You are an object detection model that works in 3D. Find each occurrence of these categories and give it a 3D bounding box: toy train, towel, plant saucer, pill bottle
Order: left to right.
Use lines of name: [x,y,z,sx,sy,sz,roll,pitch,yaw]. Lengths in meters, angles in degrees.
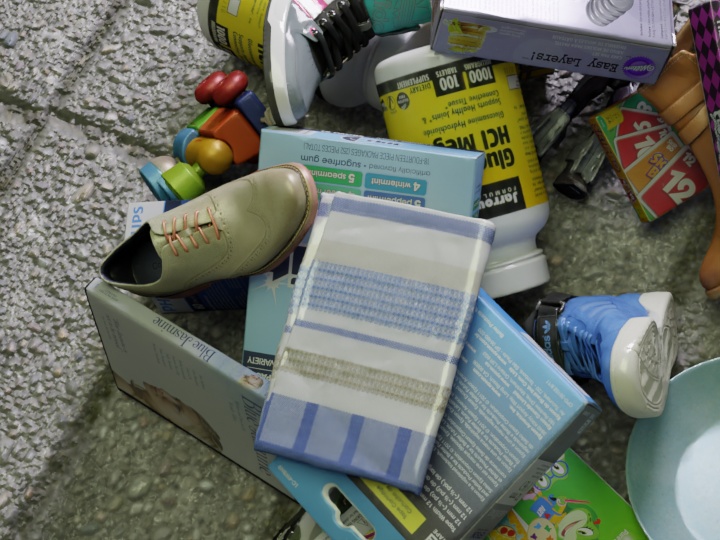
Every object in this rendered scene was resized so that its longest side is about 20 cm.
toy train: [-0.115,-0.097,1.420,0.116,0.200,0.085,-42,106,-9]
pill bottle: [-0.033,-0.211,1.486,0.199,0.113,0.113,28,73,25]
towel: [0.009,0.046,1.222,0.146,0.024,0.202,11,79,29]
pill bottle: [0.086,-0.079,1.366,0.111,0.112,0.202,-15,93,6]
plant saucer: [0.294,0.157,1.267,0.199,0.039,0.203,-3,56,5]

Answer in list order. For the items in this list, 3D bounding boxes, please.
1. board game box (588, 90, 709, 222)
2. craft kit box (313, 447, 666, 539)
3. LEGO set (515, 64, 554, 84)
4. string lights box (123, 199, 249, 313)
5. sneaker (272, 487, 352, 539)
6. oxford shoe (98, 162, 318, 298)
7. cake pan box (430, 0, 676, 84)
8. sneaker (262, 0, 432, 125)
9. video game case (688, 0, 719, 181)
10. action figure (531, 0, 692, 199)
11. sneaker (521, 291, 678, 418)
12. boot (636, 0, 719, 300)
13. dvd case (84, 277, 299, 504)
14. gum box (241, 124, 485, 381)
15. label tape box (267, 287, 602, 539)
board game box: [0.290,-0.129,1.392,0.199,0.030,0.096,-31,96,-11]
craft kit box: [0.098,0.211,1.261,0.200,0.049,0.197,-40,73,-20]
LEGO set: [0.091,-0.252,1.463,0.115,0.154,0.202,-13,68,-12]
string lights box: [-0.085,-0.013,1.416,0.198,0.103,0.060,-2,65,12]
sneaker: [-0.002,0.195,1.328,0.088,0.077,0.201,39,75,-5]
oxford shoe: [-0.114,-0.023,1.289,0.199,0.073,0.071,-30,75,37]
cake pan box: [0.147,-0.246,1.343,0.182,0.052,0.202,8,55,-8]
sneaker: [-0.004,-0.195,1.350,0.119,0.084,0.202,-1,53,14]
video game case: [0.347,-0.112,1.311,0.179,0.036,0.202,-8,86,-24]
action figure: [0.213,-0.156,1.429,0.130,0.069,0.201,35,84,7]
sneaker: [0.171,0.062,1.282,0.110,0.200,0.078,-5,103,17]
boot: [0.277,-0.095,1.336,0.155,0.077,0.201,35,83,-12]
dvd case: [-0.126,0.095,1.351,0.199,0.143,0.018,29,60,24]
gum box: [0.000,0.000,1.317,0.168,0.045,0.202,9,102,12]
label tape box: [0.053,0.120,1.239,0.143,0.066,0.200,45,98,19]
